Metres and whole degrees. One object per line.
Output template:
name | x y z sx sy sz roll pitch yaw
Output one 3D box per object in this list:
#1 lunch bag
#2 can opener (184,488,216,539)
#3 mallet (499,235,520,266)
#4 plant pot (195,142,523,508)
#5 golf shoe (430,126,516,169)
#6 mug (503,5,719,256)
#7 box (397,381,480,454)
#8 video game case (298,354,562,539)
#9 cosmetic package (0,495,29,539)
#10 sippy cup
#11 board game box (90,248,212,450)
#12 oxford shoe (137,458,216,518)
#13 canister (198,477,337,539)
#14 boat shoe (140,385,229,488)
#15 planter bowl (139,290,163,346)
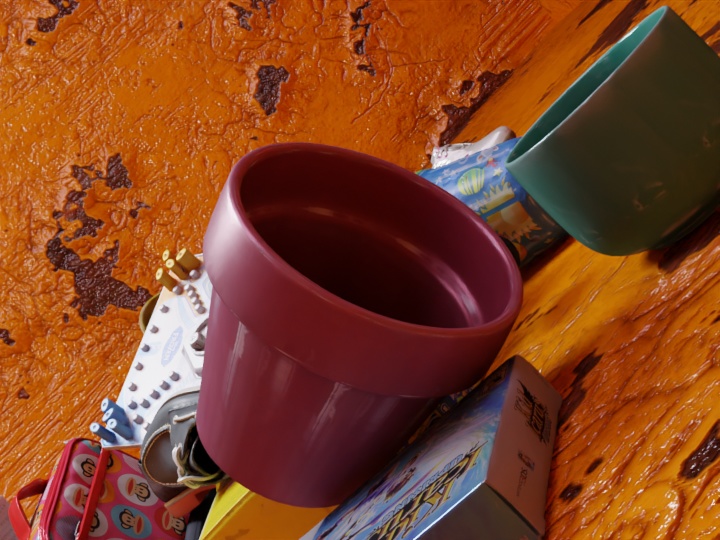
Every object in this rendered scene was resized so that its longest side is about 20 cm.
lunch bag | -0.253 0.253 1.317 0.082 0.176 0.200 -55 16 22
can opener | -0.139 0.239 1.310 0.200 0.063 0.079 -66 -1 -72
mallet | 0.027 0.015 1.074 0.200 0.041 0.066 -13 12 32
plant pot | -0.019 0.045 0.878 0.179 0.200 0.200 -66 -7 29
golf shoe | 0.152 -0.162 2.102 0.200 0.092 0.073 -41 5 30
mug | 0.198 -0.093 0.925 0.185 0.114 0.152 -47 4 -32
box | 0.050 0.079 1.051 0.070 0.064 0.200 -43 6 24
video game case | 0.023 0.151 0.767 0.200 0.045 0.181 -44 5 19
cosmetic package | -0.317 0.324 1.305 0.074 0.200 0.102 -42 6 35
sippy cup | 0.122 -0.053 1.238 0.130 0.140 0.178 -29 32 35
board game box | -0.129 0.054 1.163 0.200 0.026 0.200 -10 49 39
oxford shoe | -0.139 0.156 1.243 0.200 0.073 0.071 -43 4 35
canister | -0.054 0.169 1.050 0.149 0.087 0.200 -45 6 8
boat shoe | -0.121 0.130 1.038 0.200 0.073 0.062 -31 12 46
planter bowl | -0.113 0.085 1.309 0.200 0.200 0.084 -54 -27 -63
